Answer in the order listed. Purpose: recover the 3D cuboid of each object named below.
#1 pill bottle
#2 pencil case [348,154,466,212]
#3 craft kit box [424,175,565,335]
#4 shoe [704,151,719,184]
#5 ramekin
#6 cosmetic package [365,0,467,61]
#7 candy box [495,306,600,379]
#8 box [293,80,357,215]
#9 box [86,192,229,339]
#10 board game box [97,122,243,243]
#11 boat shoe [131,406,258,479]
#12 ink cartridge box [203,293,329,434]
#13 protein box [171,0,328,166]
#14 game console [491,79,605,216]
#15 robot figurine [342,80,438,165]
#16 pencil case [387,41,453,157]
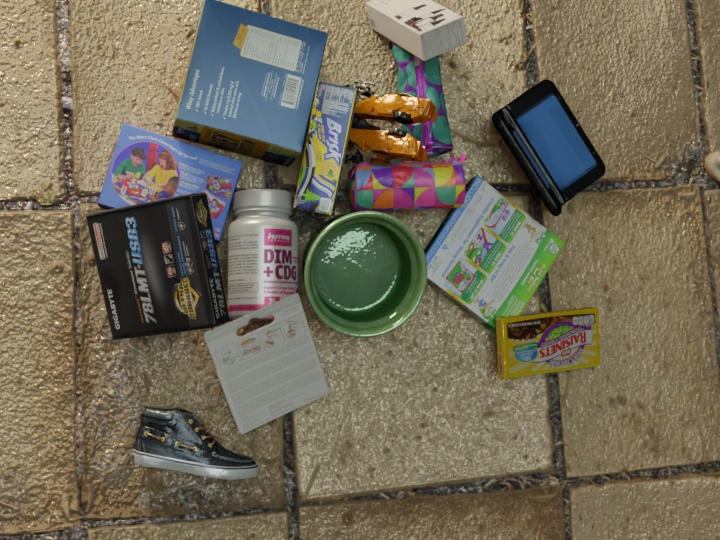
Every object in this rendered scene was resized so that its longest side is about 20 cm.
[{"bbox_3d":[-0.154,-0.022,1.629,0.112,0.113,0.202,0,86,-13],"label":"pill bottle"},{"bbox_3d":[0.078,-0.142,1.702,0.198,0.088,0.089,-6,87,-9],"label":"pencil case"},{"bbox_3d":[0.218,-0.023,1.752,0.197,0.049,0.201,36,79,-5],"label":"craft kit box"},{"bbox_3d":[0.714,-0.150,1.870,0.199,0.053,0.070,32,80,-9],"label":"shoe"},{"bbox_3d":[0.000,0.000,1.654,0.198,0.098,0.202,-2,100,-13],"label":"ramekin"},{"bbox_3d":[0.088,-0.405,1.675,0.082,0.200,0.051,-23,125,-15],"label":"cosmetic package"},{"bbox_3d":[0.321,0.122,1.749,0.198,0.026,0.103,-5,96,-25],"label":"candy box"},{"bbox_3d":[-0.054,-0.189,1.621,0.064,0.070,0.202,12,93,1],"label":"box"},{"bbox_3d":[-0.307,-0.005,1.559,0.197,0.050,0.202,-7,96,24],"label":"box"},{"bbox_3d":[-0.301,-0.137,1.639,0.199,0.045,0.136,18,82,-11],"label":"board game box"},{"bbox_3d":[-0.251,0.268,1.605,0.199,0.071,0.092,10,88,-10],"label":"boat shoe"},{"bbox_3d":[-0.147,0.139,1.607,0.162,0.057,0.201,-24,117,-13],"label":"ink cartridge box"},{"bbox_3d":[-0.178,-0.294,1.634,0.198,0.135,0.200,14,83,-12],"label":"protein box"},{"bbox_3d":[0.325,-0.214,1.758,0.116,0.176,0.201,-33,93,15],"label":"game console"},{"bbox_3d":[0.020,-0.232,1.672,0.199,0.058,0.146,10,79,30],"label":"robot figurine"},{"bbox_3d":[0.101,-0.288,1.718,0.084,0.092,0.202,-9,89,5],"label":"pencil case"}]
